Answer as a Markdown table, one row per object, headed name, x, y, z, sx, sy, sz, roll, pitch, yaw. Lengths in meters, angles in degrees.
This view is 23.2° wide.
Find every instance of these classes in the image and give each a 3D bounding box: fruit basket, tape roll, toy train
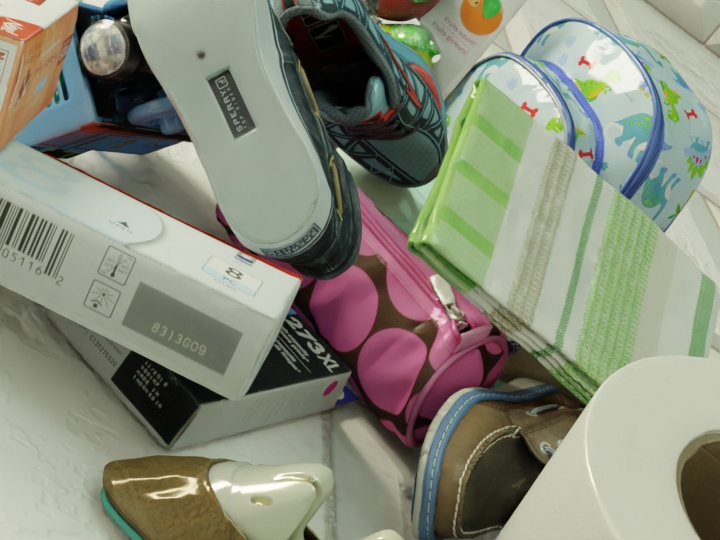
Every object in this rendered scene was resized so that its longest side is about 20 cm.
| name | x | y | z | sx | sy | sz | roll | pitch | yaw |
| --- | --- | --- | --- | --- | --- | --- | --- | --- | --- |
| fruit basket | 0.003 | -0.194 | 1.273 | 0.185 | 0.200 | 0.094 | 43 | 19 | 10 |
| tape roll | 0.160 | 0.159 | 0.813 | 0.201 | 0.140 | 0.204 | 18 | 37 | -14 |
| toy train | -0.122 | -0.109 | 0.992 | 0.200 | 0.113 | 0.088 | -5 | 81 | -70 |

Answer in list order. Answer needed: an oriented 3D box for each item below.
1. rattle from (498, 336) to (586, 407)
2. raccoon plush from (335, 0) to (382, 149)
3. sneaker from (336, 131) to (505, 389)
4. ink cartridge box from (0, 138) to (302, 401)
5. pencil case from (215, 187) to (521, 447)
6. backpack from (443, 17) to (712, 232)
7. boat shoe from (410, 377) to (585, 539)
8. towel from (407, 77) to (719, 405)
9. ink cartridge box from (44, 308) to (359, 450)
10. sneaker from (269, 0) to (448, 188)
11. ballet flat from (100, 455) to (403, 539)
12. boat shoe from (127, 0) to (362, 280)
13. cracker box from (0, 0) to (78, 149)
| name | x | y | z | sx | sy | sz | roll | pitch | yaw |
| --- | --- | --- | --- | --- | --- | --- | --- | --- | --- |
| rattle | 0.139 | 0.020 | 1.021 | 0.130 | 0.143 | 0.200 | -32 | 68 | -24 |
| raccoon plush | 0.015 | -0.107 | 1.202 | 0.199 | 0.134 | 0.097 | 29 | 21 | -26 |
| sneaker | 0.032 | 0.006 | 1.123 | 0.117 | 0.074 | 0.202 | -23 | 83 | -25 |
| ink cartridge box | -0.103 | -0.020 | 0.837 | 0.159 | 0.048 | 0.200 | 26 | 17 | -1 |
| pencil case | 0.000 | 0.000 | 1.000 | 0.090 | 0.094 | 0.200 | -33 | 63 | -23 |
| backpack | 0.144 | -0.078 | 1.274 | 0.146 | 0.200 | 0.184 | 18 | 29 | -45 |
| boat shoe | 0.089 | 0.100 | 0.940 | 0.072 | 0.073 | 0.200 | 13 | 16 | 23 |
| towel | 0.117 | 0.002 | 0.976 | 0.199 | 0.031 | 0.150 | 39 | 42 | -16 |
| ink cartridge box | -0.068 | 0.036 | 0.901 | 0.095 | 0.037 | 0.200 | 45 | 18 | 17 |
| sneaker | -0.009 | -0.104 | 1.018 | 0.200 | 0.079 | 0.096 | 51 | 21 | -40 |
| ballet flat | -0.017 | 0.128 | 0.737 | 0.200 | 0.073 | 0.068 | 42 | 20 | 6 |
| boat shoe | -0.059 | -0.089 | 0.900 | 0.091 | 0.070 | 0.202 | 43 | 26 | -69 |
| cracker box | -0.238 | -0.121 | 0.796 | 0.198 | 0.058 | 0.134 | 19 | 15 | -5 |
